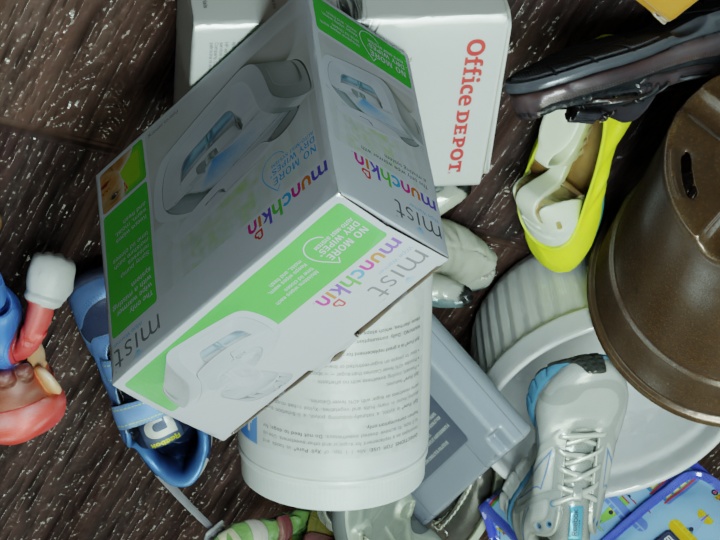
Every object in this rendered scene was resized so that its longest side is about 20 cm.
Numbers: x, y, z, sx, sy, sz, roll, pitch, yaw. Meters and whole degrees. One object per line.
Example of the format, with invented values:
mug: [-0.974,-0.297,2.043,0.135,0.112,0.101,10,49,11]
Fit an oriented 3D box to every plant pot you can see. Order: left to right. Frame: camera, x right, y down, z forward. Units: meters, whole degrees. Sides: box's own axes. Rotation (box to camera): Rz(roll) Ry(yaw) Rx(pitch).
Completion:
plant pot: [0.256,-0.025,1.598,0.198,0.202,0.199,-8,157,-4]

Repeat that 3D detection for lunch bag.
lunch bag: [0.212,0.216,1.849,0.150,0.200,0.094,-37,143,-20]

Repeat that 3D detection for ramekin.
ramekin: [0.173,0.066,1.785,0.198,0.106,0.201,-6,137,-6]

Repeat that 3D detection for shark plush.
shark plush: [0.000,0.000,1.706,0.198,0.092,0.083,-11,168,-9]

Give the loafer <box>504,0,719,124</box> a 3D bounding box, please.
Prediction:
loafer: [0.182,-0.123,1.557,0.199,0.072,0.063,-22,106,-29]

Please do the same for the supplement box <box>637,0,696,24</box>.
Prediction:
supplement box: [0.238,-0.243,1.499,0.200,0.069,0.066,-39,131,24]

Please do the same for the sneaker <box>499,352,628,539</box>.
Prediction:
sneaker: [0.152,0.143,1.722,0.074,0.087,0.201,-1,135,-10]

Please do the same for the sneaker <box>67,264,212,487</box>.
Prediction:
sneaker: [-0.149,0.074,1.735,0.073,0.083,0.201,-17,135,7]

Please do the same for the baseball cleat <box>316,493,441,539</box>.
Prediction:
baseball cleat: [-0.002,0.178,1.753,0.070,0.106,0.200,-50,148,-14]

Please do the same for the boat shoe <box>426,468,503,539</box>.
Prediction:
boat shoe: [0.044,0.200,1.922,0.060,0.072,0.202,10,136,-28]

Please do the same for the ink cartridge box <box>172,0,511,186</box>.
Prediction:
ink cartridge box: [-0.015,-0.129,1.545,0.198,0.085,0.147,-3,136,-10]

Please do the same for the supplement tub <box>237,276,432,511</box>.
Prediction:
supplement tub: [-0.017,0.042,1.611,0.131,0.132,0.202,-2,109,-11]

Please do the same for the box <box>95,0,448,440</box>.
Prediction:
box: [-0.056,-0.030,1.450,0.096,0.177,0.200,30,126,-34]

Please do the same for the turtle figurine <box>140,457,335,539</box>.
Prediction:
turtle figurine: [-0.074,0.252,1.863,0.198,0.195,0.144,3,138,-12]

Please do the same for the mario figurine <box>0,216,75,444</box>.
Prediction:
mario figurine: [-0.259,0.032,1.687,0.106,0.123,0.201,-43,137,-28]

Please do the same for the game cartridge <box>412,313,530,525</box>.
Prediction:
game cartridge: [0.039,0.102,1.756,0.041,0.133,0.200,-34,172,-27]

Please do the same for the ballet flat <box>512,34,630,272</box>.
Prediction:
ballet flat: [0.137,-0.072,1.651,0.067,0.067,0.201,-31,149,-42]
